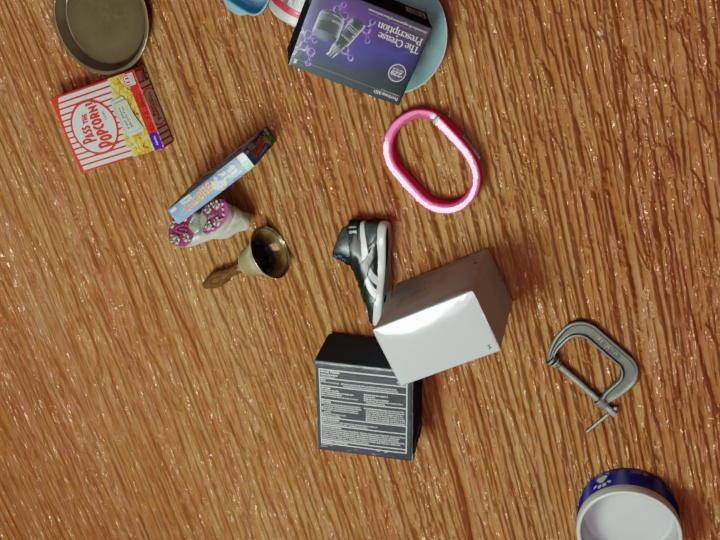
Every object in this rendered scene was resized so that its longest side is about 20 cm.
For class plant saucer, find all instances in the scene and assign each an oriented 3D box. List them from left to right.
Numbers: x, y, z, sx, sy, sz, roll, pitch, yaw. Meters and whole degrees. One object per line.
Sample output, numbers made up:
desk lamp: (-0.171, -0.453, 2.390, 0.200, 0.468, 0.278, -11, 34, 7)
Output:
plant saucer: (-0.470, -0.462, 1.663, 0.196, 0.030, 0.204, 6, 113, 15)
plant saucer: (0.053, -0.402, 1.536, 0.197, 0.039, 0.205, 7, 115, 14)

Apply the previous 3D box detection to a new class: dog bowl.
dog bowl: (0.520, 0.491, 1.771, 0.196, 0.079, 0.204, 6, 114, 13)

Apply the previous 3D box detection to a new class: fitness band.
fitness band: (0.128, -0.192, 1.608, 0.143, 0.037, 0.200, -40, 97, 27)

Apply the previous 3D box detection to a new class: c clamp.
c clamp: (0.423, 0.195, 1.698, 0.200, 0.027, 0.171, 45, 117, -7)

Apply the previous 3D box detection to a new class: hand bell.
hand bell: (-0.241, -0.003, 1.786, 0.198, 0.104, 0.105, -24, 105, 37)

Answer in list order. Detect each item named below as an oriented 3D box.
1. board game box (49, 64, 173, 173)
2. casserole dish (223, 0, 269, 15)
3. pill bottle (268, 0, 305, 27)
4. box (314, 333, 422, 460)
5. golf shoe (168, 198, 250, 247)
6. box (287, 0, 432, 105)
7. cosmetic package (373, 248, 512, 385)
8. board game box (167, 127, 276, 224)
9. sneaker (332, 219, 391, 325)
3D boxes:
board game box: (-0.474, -0.286, 1.734, 0.197, 0.046, 0.154, -13, 108, 21)
casserole dish: (-0.174, -0.530, 1.534, 0.120, 0.039, 0.202, 34, 120, 15)
pill bottle: (-0.067, -0.502, 1.485, 0.109, 0.111, 0.202, 28, 118, 2)
box: (0.020, 0.244, 1.782, 0.196, 0.124, 0.202, 5, 116, 12)
golf shoe: (-0.293, -0.081, 1.758, 0.198, 0.091, 0.077, -10, 75, 42)
box: (-0.003, -0.372, 1.465, 0.197, 0.079, 0.143, 16, 122, -16)
cosmetic package: (0.151, 0.080, 1.628, 0.197, 0.200, 0.124, -23, 106, 23)
board game box: (-0.253, -0.174, 1.669, 0.198, 0.136, 0.035, -33, 106, 25)
sneaker: (0.000, 0.000, 1.716, 0.110, 0.073, 0.204, 7, 107, 16)
